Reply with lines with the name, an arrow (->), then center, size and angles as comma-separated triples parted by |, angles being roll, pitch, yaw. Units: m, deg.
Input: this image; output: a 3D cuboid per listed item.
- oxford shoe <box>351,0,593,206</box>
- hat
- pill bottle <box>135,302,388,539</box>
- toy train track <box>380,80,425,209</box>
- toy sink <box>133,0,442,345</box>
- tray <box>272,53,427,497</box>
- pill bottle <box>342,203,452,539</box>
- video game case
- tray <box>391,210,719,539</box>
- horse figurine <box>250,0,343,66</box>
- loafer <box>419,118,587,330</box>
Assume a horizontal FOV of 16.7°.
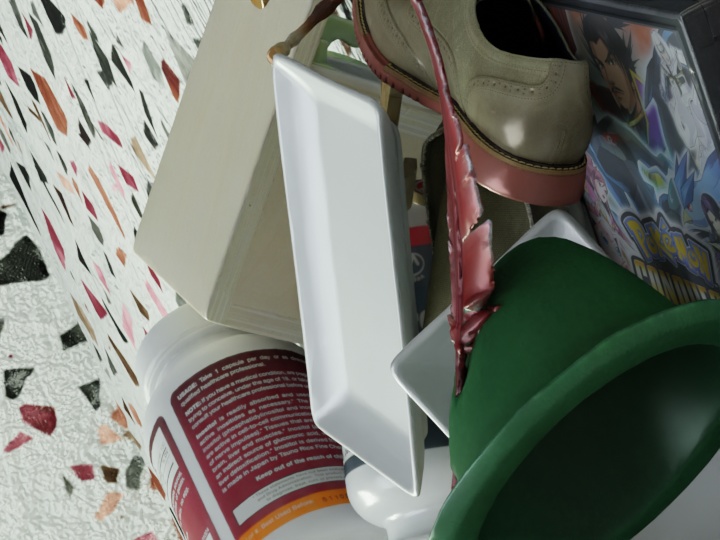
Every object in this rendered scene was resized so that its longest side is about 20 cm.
oxford shoe -> 0.056, -0.105, 1.112 | 0.200, 0.070, 0.075 | 50, 133, 50
hat -> 0.058, 0.012, 1.038 | 0.176, 0.165, 0.200 | 50, 119, 29
pill bottle -> -0.055, 0.110, 1.384 | 0.113, 0.112, 0.200 | 79, 165, -48
toy train track -> 0.026, -0.091, 1.251 | 0.201, 0.032, 0.115 | -89, 6, -54
toy sink -> -0.032, -0.072, 1.396 | 0.130, 0.111, 0.201 | 35, 109, 60
tray -> 0.000, 0.000, 1.180 | 0.107, 0.022, 0.201 | 32, 134, 56
pill bottle -> 0.049, 0.075, 1.276 | 0.120, 0.119, 0.201 | 110, 156, -71
video game case -> 0.131, -0.045, 1.090 | 0.200, 0.025, 0.182 | 30, 144, 67
tray -> 0.118, 0.080, 1.098 | 0.200, 0.107, 0.022 | 47, -170, 0
horse figurine -> 0.005, -0.179, 1.160 | 0.050, 0.133, 0.200 | 40, 155, 5
loafer -> 0.066, 0.019, 1.151 | 0.075, 0.069, 0.201 | -18, 84, 45
